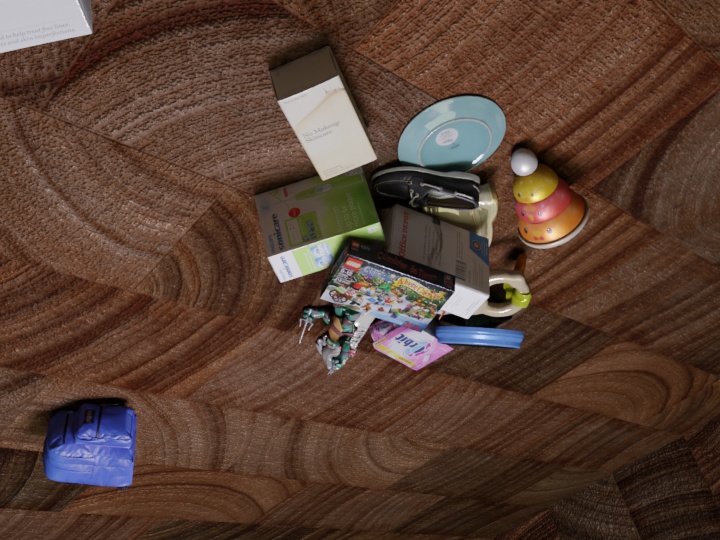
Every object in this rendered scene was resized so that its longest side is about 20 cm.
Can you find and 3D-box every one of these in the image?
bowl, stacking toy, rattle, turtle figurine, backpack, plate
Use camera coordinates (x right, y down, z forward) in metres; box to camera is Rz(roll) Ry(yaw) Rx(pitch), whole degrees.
[{"bbox_3d":[0.269,0.153,1.819,0.200,0.039,0.201,4,174,0],"label":"bowl"},{"bbox_3d":[0.335,-0.153,1.524,0.146,0.146,0.200,-28,125,16],"label":"stacking toy"},{"bbox_3d":[0.261,0.027,1.730,0.200,0.143,0.130,-16,147,20],"label":"rattle"},{"bbox_3d":[-0.056,0.122,1.721,0.101,0.150,0.200,-26,150,-41],"label":"turtle figurine"},{"bbox_3d":[-0.617,0.388,1.827,0.200,0.163,0.168,5,119,-15],"label":"backpack"},{"bbox_3d":[0.164,-0.225,1.413,0.200,0.026,0.200,-11,146,-7],"label":"plate"}]

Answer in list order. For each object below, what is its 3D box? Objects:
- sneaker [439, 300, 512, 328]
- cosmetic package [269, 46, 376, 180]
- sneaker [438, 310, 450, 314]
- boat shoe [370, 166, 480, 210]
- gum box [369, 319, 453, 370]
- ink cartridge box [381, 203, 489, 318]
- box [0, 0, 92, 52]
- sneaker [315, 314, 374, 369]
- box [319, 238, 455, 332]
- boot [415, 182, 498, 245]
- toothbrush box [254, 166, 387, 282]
[{"bbox_3d":[0.261,0.119,1.888,0.200,0.075,0.088,3,145,-27],"label":"sneaker"},{"bbox_3d":[-0.055,-0.242,1.258,0.103,0.073,0.200,-22,146,8],"label":"cosmetic package"},{"bbox_3d":[0.171,0.068,1.773,0.200,0.078,0.082,3,142,-25],"label":"sneaker"},{"bbox_3d":[0.118,-0.143,1.446,0.199,0.060,0.074,4,158,-6],"label":"boat shoe"},{"bbox_3d":[0.118,0.157,1.881,0.113,0.066,0.200,-33,142,21],"label":"gum box"},{"bbox_3d":[0.130,-0.017,1.464,0.200,0.145,0.084,20,138,-14],"label":"ink cartridge box"},{"bbox_3d":[-0.429,-0.360,0.889,0.198,0.131,0.200,-13,145,-4],"label":"box"},{"bbox_3d":[-0.023,0.151,1.807,0.075,0.081,0.200,13,134,-33],"label":"sneaker"},{"bbox_3d":[0.046,0.030,1.391,0.200,0.038,0.137,19,139,-12],"label":"box"},{"bbox_3d":[0.181,-0.091,1.565,0.155,0.073,0.200,-9,151,-4],"label":"boot"},{"bbox_3d":[-0.070,-0.085,1.403,0.200,0.146,0.086,-17,145,3],"label":"toothbrush box"}]
